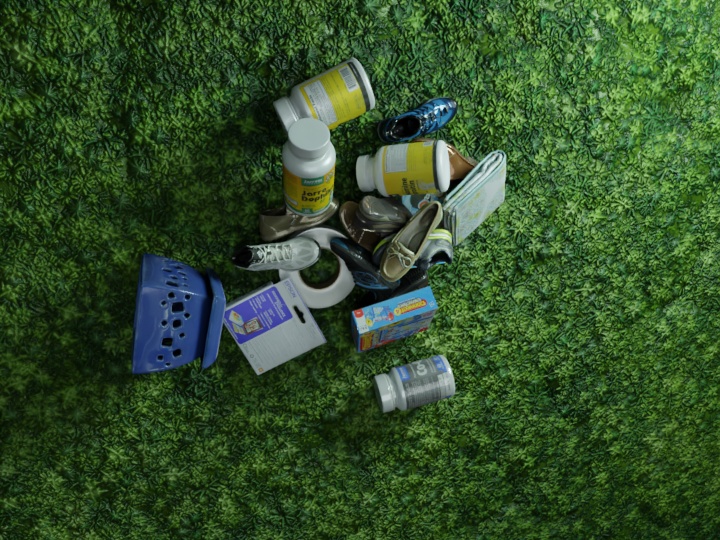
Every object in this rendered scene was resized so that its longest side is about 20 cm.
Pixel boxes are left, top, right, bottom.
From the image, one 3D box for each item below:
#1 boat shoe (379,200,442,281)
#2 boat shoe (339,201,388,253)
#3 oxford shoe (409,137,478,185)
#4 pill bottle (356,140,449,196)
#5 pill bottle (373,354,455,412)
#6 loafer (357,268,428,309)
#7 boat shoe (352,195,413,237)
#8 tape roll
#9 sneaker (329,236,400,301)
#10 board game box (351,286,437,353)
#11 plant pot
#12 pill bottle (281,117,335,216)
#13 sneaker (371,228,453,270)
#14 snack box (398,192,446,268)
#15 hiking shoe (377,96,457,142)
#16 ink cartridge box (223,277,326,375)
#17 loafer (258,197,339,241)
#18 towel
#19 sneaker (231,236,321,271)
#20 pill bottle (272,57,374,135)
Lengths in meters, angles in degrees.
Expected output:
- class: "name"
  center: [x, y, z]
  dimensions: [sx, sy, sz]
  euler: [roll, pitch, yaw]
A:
- class: "boat shoe"
  center: [0.110, -0.065, 1.183]
  dimensions: [0.073, 0.063, 0.201]
  euler: [40, 92, 6]
- class: "boat shoe"
  center: [0.016, -0.088, 1.288]
  dimensions: [0.071, 0.064, 0.200]
  euler: [-46, 116, -3]
- class: "oxford shoe"
  center: [0.198, -0.248, 1.267]
  dimensions: [0.197, 0.071, 0.072]
  euler: [23, 72, -19]
- class: "pill bottle"
  center: [0.095, -0.224, 1.208]
  dimensions: [0.196, 0.112, 0.114]
  euler: [-2, 112, 19]
- class: "pill bottle"
  center: [0.139, 0.301, 1.428]
  dimensions: [0.196, 0.114, 0.116]
  euler: [-13, 111, -9]
- class: "loafer"
  center: [0.089, 0.072, 1.358]
  dimensions: [0.197, 0.073, 0.072]
  euler: [-27, 123, 1]
- class: "boat shoe"
  center: [0.050, -0.118, 1.223]
  dimensions: [0.198, 0.075, 0.073]
  euler: [6, 138, -49]
- class: "tape roll"
  center: [-0.101, -0.009, 1.304]
  dimensions: [0.199, 0.037, 0.207]
  euler: [-4, 109, -12]
- class: "sneaker"
  center: [0.000, 0.000, 1.274]
  dimensions: [0.199, 0.074, 0.082]
  euler: [37, 111, -17]
- class: "board game box"
  center: [0.076, 0.123, 1.313]
  dimensions: [0.193, 0.201, 0.057]
  euler: [-18, 70, -7]
- class: "plant pot"
  center: [-0.398, 0.094, 1.185]
  dimensions: [0.177, 0.200, 0.203]
  euler: [7, 107, -23]
- class: "pill bottle"
  center: [-0.108, -0.214, 1.128]
  dimensions: [0.111, 0.114, 0.201]
  euler: [-8, 151, -11]
- class: "sneaker"
  center: [0.123, -0.040, 1.241]
  dimensions: [0.196, 0.082, 0.074]
  euler: [-11, 142, -4]
- class: "snack box"
  center: [0.154, -0.112, 1.331]
  dimensions: [0.114, 0.037, 0.204]
  euler: [-8, 110, -11]
- class: "hiking shoe"
  center: [0.138, -0.333, 1.224]
  dimensions: [0.197, 0.087, 0.075]
  euler: [-24, 113, -5]
- class: "ink cartridge box"
  center: [-0.210, 0.132, 1.310]
  dimensions: [0.197, 0.044, 0.200]
  euler: [-25, 112, 6]
- class: "loafer"
  center: [-0.143, -0.130, 1.231]
  dimensions: [0.197, 0.076, 0.068]
  euler: [-25, 119, -5]
- class: "towel"
  center: [0.268, -0.166, 1.278]
  dimensions: [0.199, 0.048, 0.172]
  euler: [-42, 153, -11]
- class: "sneaker"
  center: [-0.191, -0.028, 1.198]
  dimensions: [0.197, 0.115, 0.077]
  euler: [-8, 93, 12]
- class: "pill bottle"
  center: [-0.079, -0.356, 1.149]
  dimensions: [0.198, 0.114, 0.116]
  euler: [-27, 113, -3]
